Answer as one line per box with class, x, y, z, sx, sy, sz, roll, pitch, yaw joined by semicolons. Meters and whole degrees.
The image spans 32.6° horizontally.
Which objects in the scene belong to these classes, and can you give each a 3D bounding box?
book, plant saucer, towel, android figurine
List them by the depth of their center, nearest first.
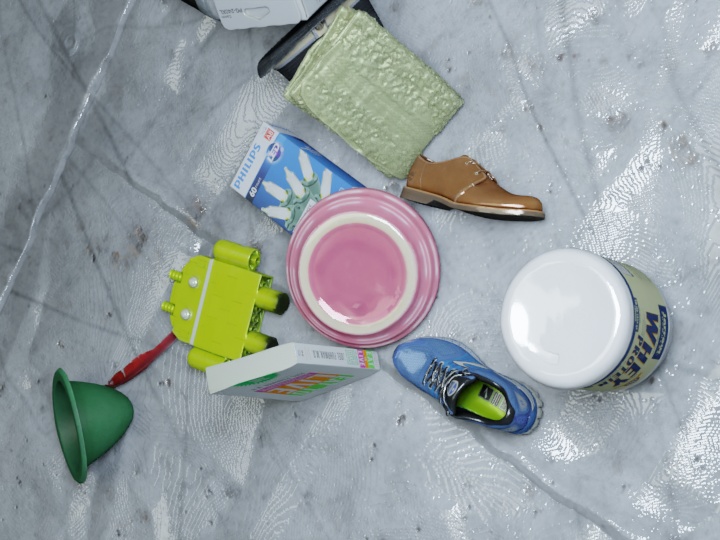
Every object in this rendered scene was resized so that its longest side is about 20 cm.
book;-0.079;0.121;1.525;0.132;0.199;0.049;-19;75;28
plant saucer;0.000;0.000;1.533;0.197;0.051;0.204;2;100;9
towel;0.018;-0.220;1.534;0.199;0.037;0.149;35;105;-17
android figurine;-0.192;0.051;1.695;0.198;0.041;0.185;18;94;29

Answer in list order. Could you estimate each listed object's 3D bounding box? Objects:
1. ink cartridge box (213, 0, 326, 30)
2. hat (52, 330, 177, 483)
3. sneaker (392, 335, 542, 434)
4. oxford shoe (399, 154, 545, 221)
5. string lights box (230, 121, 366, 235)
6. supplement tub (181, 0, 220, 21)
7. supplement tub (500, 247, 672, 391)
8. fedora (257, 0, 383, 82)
ink cartridge box;-0.086;-0.398;1.578;0.144;0.200;0.084;2;129;37
hat;-0.340;0.202;1.780;0.200;0.174;0.168;-46;59;61
sneaker;0.118;0.132;1.469;0.198;0.089;0.080;23;95;31
oxford shoe;0.138;-0.102;1.495;0.198;0.071;0.072;17;91;33
string lights box;-0.070;-0.101;1.625;0.199;0.059;0.104;37;105;28
supplement tub;-0.235;-0.440;1.725;0.199;0.122;0.124;34;102;28
supplement tub;0.251;0.057;1.332;0.143;0.199;0.148;-4;82;30
fedora;-0.038;-0.294;1.596;0.200;0.201;0.092;-35;105;23
